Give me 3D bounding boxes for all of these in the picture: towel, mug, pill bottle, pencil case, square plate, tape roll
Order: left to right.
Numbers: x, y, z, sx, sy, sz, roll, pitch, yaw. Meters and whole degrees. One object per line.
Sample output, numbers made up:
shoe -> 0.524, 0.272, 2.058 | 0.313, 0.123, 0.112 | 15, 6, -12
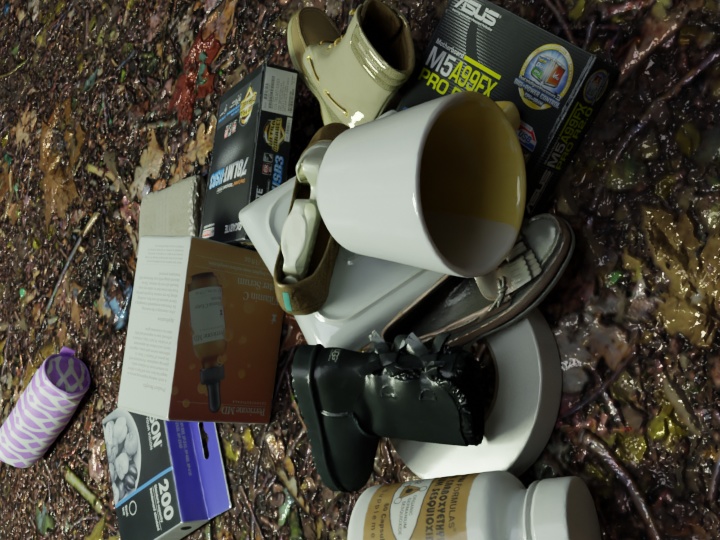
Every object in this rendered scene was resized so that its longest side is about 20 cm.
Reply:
pencil case -> -0.485, 0.214, 1.439 | 0.200, 0.083, 0.086 | -47, 30, 26
towel -> -0.254, -0.021, 1.284 | 0.131, 0.034, 0.203 | -13, 72, 41
square plate -> -0.002, -0.038, 0.922 | 0.197, 0.028, 0.201 | -33, 65, 2
mug -> 0.054, -0.073, 0.836 | 0.152, 0.185, 0.152 | 1, 96, 45
tape roll -> 0.099, 0.107, 0.903 | 0.201, 0.037, 0.206 | -11, 74, 43
pill bottle -> 0.098, 0.233, 0.811 | 0.198, 0.114, 0.116 | -14, 72, 28

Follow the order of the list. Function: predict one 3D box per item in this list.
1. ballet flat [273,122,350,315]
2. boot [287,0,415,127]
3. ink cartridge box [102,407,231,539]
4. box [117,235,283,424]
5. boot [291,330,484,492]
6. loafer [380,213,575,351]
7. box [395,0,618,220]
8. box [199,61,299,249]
ballet flat -> -0.044, -0.060, 0.886 | 0.067, 0.072, 0.203 | 10, 73, 18
boot -> -0.012, -0.242, 1.018 | 0.202, 0.072, 0.156 | 70, 153, 24
ink cartridge box -> -0.256, 0.247, 1.227 | 0.199, 0.043, 0.200 | -36, 58, 33
box -> -0.181, 0.071, 1.108 | 0.105, 0.151, 0.203 | 2, 84, 44
boot -> 0.034, 0.138, 0.866 | 0.160, 0.200, 0.074 | 0, 41, 18
loafer -> 0.102, 0.020, 0.844 | 0.200, 0.063, 0.072 | -42, 50, 19
box -> 0.130, -0.165, 0.919 | 0.200, 0.044, 0.162 | 43, 113, 41
box -> -0.136, -0.126, 1.130 | 0.199, 0.049, 0.202 | 178, 102, -67
